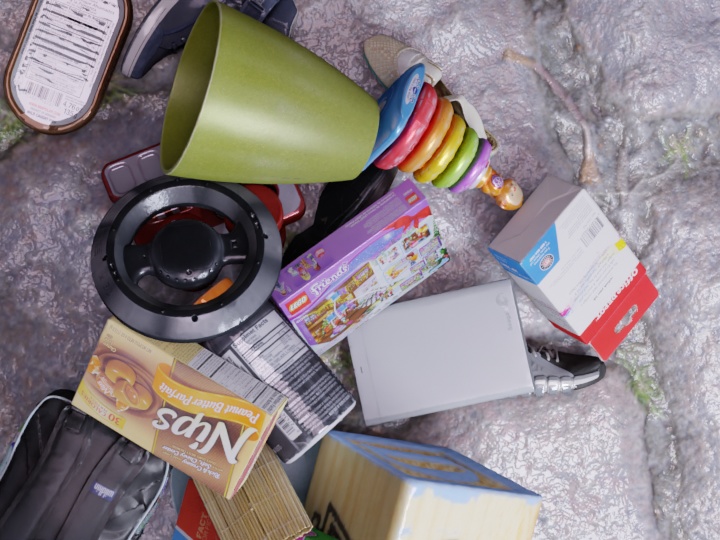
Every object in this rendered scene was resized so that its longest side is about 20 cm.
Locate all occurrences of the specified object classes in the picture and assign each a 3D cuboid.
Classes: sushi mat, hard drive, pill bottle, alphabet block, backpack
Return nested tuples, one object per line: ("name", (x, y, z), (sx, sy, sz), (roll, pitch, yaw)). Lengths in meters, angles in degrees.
("sushi mat", (-0.130, 0.232, 1.489), (0.096, 0.200, 0.012), (-32, 139, -1))
("hard drive", (0.090, 0.095, 1.567), (0.199, 0.026, 0.132), (-13, 85, 12))
("pill bottle", (-0.106, 0.103, 1.479), (0.106, 0.106, 0.200), (-41, 87, -2))
("alphabet block", (0.053, 0.307, 1.511), (0.195, 0.196, 0.201), (12, 94, -30))
("backpack", (-0.317, 0.248, 1.505), (0.177, 0.151, 0.200), (28, 83, -4))

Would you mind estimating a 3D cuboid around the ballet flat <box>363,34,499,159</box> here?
("ballet flat", (0.087, -0.202, 1.560), (0.200, 0.062, 0.067), (47, 53, -12))

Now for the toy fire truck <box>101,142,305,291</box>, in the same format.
("toy fire truck", (-0.173, -0.082, 1.527), (0.200, 0.112, 0.168), (-24, 79, -6))

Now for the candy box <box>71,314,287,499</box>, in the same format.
("candy box", (-0.190, 0.136, 1.424), (0.200, 0.055, 0.116), (30, 115, 4))

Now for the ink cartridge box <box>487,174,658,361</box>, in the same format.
("ink cartridge box", (0.250, 0.000, 1.571), (0.116, 0.067, 0.200), (-49, 125, -9))

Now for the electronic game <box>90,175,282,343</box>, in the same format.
("electronic game", (-0.181, -0.016, 1.423), (0.199, 0.042, 0.200), (1, 62, -2))

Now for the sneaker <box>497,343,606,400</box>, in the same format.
("sneaker", (0.187, 0.089, 1.597), (0.199, 0.075, 0.116), (-8, 93, -6))

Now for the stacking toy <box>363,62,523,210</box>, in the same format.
("stacking toy", (0.101, -0.126, 1.512), (0.200, 0.110, 0.116), (32, 52, -14))

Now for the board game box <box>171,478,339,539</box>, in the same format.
("board game box", (-0.125, 0.333, 1.493), (0.200, 0.040, 0.153), (18, 95, 34))

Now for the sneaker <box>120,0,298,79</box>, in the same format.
("sneaker", (-0.159, -0.262, 1.521), (0.146, 0.077, 0.202), (41, 88, -6))

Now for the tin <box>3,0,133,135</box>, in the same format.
("tin", (-0.326, -0.248, 1.522), (0.112, 0.042, 0.200), (21, 92, -13))

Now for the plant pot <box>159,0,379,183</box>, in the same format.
("plant pot", (-0.089, -0.166, 1.446), (0.200, 0.187, 0.188), (15, 93, -20))

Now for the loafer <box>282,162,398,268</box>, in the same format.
("loafer", (-0.015, -0.052, 1.568), (0.072, 0.073, 0.200), (34, 93, -38))

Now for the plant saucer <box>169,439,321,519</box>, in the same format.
("plant saucer", (-0.121, 0.242, 1.587), (0.200, 0.039, 0.202), (-1, 94, -8))

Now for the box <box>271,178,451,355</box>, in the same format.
("box", (0.000, 0.000, 1.525), (0.200, 0.137, 0.039), (-36, 57, -6))
